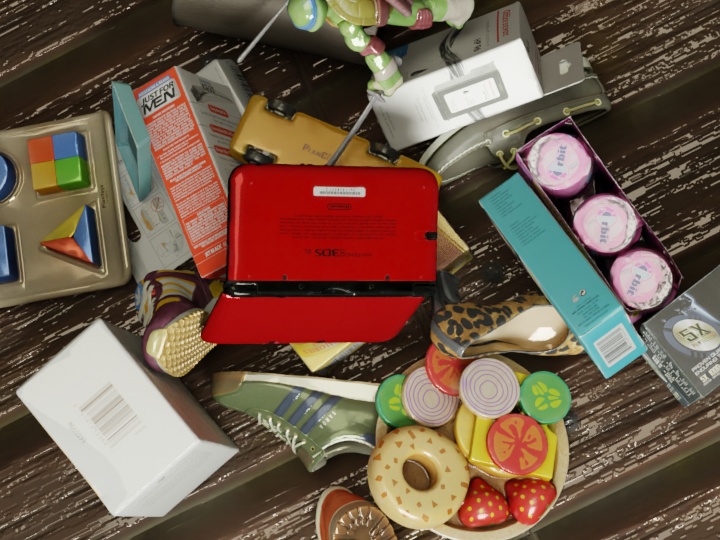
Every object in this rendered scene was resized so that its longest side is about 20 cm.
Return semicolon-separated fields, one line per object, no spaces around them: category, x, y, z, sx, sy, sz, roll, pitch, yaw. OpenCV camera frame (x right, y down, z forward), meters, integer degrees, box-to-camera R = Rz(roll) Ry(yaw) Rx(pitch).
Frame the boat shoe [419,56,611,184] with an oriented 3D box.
boat shoe;0.154;-0.138;1.640;0.201;0.072;0.060;-30;74;-2

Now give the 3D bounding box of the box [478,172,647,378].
box;0.187;0.003;1.538;0.049;0.082;0.200;-35;49;3

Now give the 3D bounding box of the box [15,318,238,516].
box;-0.219;0.146;1.579;0.106;0.200;0.152;-41;79;-1

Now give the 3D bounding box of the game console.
game console;-0.040;-0.013;1.529;0.199;0.119;0.173;0;94;-20

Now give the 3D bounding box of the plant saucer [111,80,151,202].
plant saucer;-0.221;-0.125;1.604;0.019;0.200;0.070;-20;81;-12

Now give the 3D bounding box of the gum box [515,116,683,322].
gum box;0.233;-0.040;1.592;0.066;0.114;0.200;-34;79;1

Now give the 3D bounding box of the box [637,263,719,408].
box;0.344;0.042;1.520;0.164;0.200;0.086;-38;80;1

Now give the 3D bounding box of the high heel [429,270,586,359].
high heel;0.158;0.068;1.561;0.200;0.143;0.072;16;114;-8

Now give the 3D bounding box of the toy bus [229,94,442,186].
toy bus;-0.024;-0.098;1.583;0.200;0.078;0.065;23;79;2

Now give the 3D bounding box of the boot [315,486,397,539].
boot;0.009;0.303;1.593;0.075;0.107;0.200;-19;105;-16

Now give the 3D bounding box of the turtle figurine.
turtle figurine;-0.004;-0.232;1.548;0.194;0.200;0.144;-24;42;-33

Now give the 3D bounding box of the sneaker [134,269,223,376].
sneaker;-0.189;0.046;1.597;0.090;0.200;0.075;22;103;9

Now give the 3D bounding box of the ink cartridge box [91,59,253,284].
ink cartridge box;-0.177;-0.098;1.702;0.200;0.057;0.163;-34;78;22

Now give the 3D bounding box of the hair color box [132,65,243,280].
hair color box;-0.142;-0.089;1.597;0.064;0.111;0.200;-27;75;19

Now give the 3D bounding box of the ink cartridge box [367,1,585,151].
ink cartridge box;0.113;-0.198;1.610;0.200;0.116;0.068;-19;115;14

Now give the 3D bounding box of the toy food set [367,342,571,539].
toy food set;0.107;0.162;1.581;0.199;0.049;0.198;13;67;-6

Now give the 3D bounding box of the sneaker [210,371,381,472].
sneaker;-0.054;0.152;1.623;0.200;0.067;0.090;5;77;5

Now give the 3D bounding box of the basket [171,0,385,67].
basket;-0.068;-0.288;1.661;0.200;0.180;0.136;17;125;2

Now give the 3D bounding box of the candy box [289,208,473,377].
candy box;0.000;0.000;1.647;0.200;0.056;0.117;-38;78;2

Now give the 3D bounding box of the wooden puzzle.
wooden puzzle;-0.342;-0.062;1.698;0.199;0.046;0.186;-11;81;12
